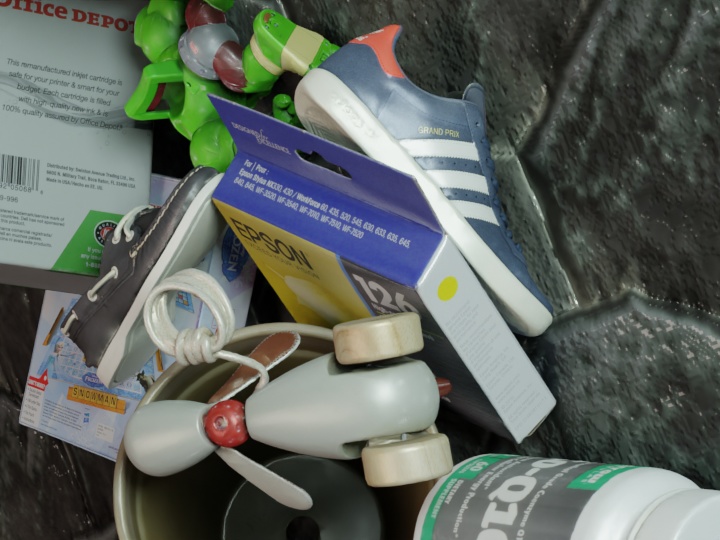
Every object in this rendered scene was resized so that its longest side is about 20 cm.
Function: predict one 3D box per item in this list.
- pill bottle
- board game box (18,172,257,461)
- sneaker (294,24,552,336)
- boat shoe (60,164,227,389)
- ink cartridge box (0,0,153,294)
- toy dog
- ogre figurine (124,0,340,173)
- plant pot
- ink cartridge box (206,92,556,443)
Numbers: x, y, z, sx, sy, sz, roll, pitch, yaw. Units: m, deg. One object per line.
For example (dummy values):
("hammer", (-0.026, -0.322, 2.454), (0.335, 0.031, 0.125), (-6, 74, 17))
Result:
("pill bottle", (0.129, 0.162, 1.213), (0.200, 0.113, 0.113), (-1, 104, 53))
("board game box", (-0.153, 0.031, 1.537), (0.200, 0.041, 0.200), (14, 93, 50))
("sneaker", (0.056, -0.055, 1.260), (0.200, 0.085, 0.075), (49, 163, -9))
("boat shoe", (-0.139, -0.005, 1.412), (0.060, 0.074, 0.200), (42, 138, 10))
("ink cartridge box", (-0.219, -0.093, 1.494), (0.083, 0.146, 0.200), (-12, 73, 55))
("toy dog", (-0.028, 0.076, 1.259), (0.200, 0.096, 0.132), (12, 96, 26))
("ogre figurine", (-0.087, -0.137, 1.390), (0.200, 0.098, 0.120), (52, 130, 8))
("plant pot", (-0.043, 0.149, 1.375), (0.200, 0.200, 0.174), (61, 175, 15))
("ink cartridge box", (0.000, 0.000, 1.296), (0.198, 0.047, 0.200), (25, 158, 47))
